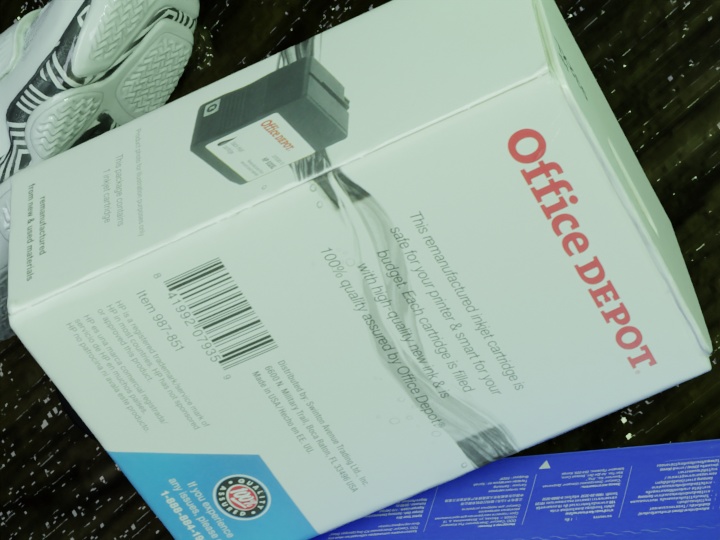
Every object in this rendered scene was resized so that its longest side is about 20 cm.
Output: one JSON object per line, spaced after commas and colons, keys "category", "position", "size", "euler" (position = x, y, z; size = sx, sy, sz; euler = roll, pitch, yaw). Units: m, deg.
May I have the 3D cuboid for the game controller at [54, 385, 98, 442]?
{"category": "game controller", "position": [-0.042, 0.046, 1.093], "size": [0.200, 0.042, 0.105], "euler": [24, 106, 32]}

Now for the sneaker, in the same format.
{"category": "sneaker", "position": [-0.147, -0.077, 1.138], "size": [0.115, 0.075, 0.200], "euler": [40, 117, 23]}

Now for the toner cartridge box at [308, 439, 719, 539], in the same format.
{"category": "toner cartridge box", "position": [0.063, 0.111, 0.973], "size": [0.199, 0.095, 0.043], "euler": [-7, 132, 26]}

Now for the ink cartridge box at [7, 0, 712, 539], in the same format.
{"category": "ink cartridge box", "position": [0.000, 0.000, 0.957], "size": [0.199, 0.145, 0.084], "euler": [-23, 37, 12]}
